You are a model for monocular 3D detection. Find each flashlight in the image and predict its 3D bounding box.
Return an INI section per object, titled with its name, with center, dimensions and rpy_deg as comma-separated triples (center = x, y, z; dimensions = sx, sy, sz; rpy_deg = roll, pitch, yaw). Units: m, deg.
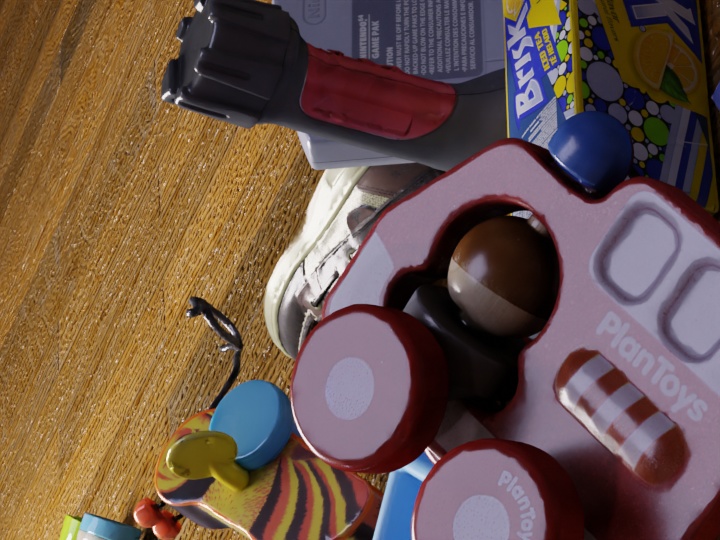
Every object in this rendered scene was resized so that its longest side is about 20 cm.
[flashlight]
center = 0.016, -0.081, 1.060
dimensions = 0.068, 0.199, 0.068
rpy_deg = 22, 96, 68

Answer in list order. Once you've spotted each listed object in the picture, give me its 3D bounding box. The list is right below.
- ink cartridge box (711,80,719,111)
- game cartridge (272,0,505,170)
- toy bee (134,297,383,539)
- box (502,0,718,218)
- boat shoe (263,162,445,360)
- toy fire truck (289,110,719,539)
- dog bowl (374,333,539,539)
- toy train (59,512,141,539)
[ink cartridge box]
center = 0.185, -0.072, 0.837
dimensions = 0.200, 0.042, 0.120
rpy_deg = -104, 34, -55
[game cartridge]
center = 0.022, -0.139, 1.191
dimensions = 0.042, 0.132, 0.201
rpy_deg = 70, -163, -54
[toy bee]
center = -0.062, 0.115, 1.250
dimensions = 0.109, 0.131, 0.200
rpy_deg = -48, 24, 2
[box]
center = 0.105, -0.100, 1.021
dimensions = 0.064, 0.070, 0.201
rpy_deg = 131, 146, -50
[boat shoe]
center = 0.000, 0.000, 1.241
dimensions = 0.065, 0.073, 0.200
rpy_deg = 54, 150, 23
[toy fire truck]
center = 0.078, 0.034, 0.899
dimensions = 0.200, 0.112, 0.168
rpy_deg = 46, 109, 33
[dog bowl]
center = 0.052, 0.097, 1.045
dimensions = 0.111, 0.049, 0.202
rpy_deg = -158, 82, -70
[toy train]
center = -0.214, 0.227, 1.670
dimensions = 0.116, 0.084, 0.200
rpy_deg = -68, 18, -9
